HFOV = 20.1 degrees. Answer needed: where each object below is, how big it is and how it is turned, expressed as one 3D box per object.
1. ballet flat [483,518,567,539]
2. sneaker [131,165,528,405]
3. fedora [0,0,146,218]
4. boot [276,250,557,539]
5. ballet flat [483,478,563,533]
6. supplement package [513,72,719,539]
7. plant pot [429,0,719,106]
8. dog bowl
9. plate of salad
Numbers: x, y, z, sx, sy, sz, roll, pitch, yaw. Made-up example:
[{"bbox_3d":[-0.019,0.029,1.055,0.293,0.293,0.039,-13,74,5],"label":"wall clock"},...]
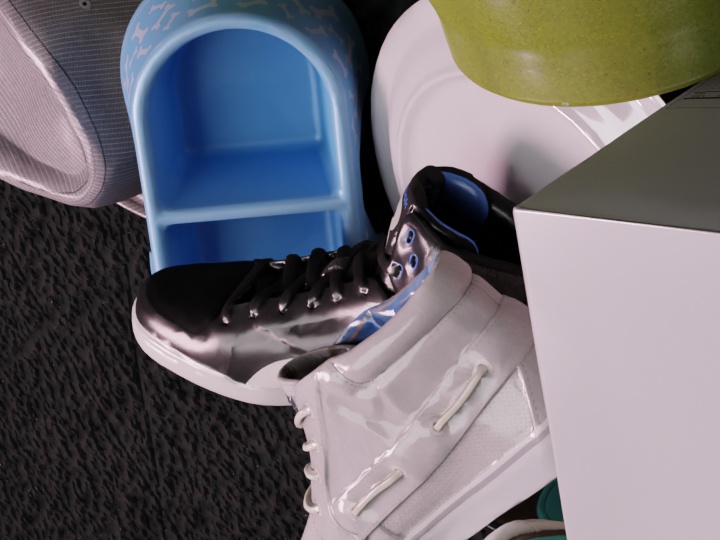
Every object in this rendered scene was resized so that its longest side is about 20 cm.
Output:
[{"bbox_3d":[0.115,0.129,0.809,0.069,0.199,0.070,-19,67,56],"label":"ballet flat"},{"bbox_3d":[0.000,0.000,0.828,0.199,0.073,0.112,12,130,14],"label":"sneaker"},{"bbox_3d":[-0.139,-0.096,0.966,0.200,0.090,0.177,52,138,6],"label":"fedora"},{"bbox_3d":[0.003,0.070,0.796,0.096,0.074,0.200,42,123,-7],"label":"boot"},{"bbox_3d":[0.071,0.099,0.904,0.200,0.073,0.073,38,135,11],"label":"ballet flat"},{"bbox_3d":[0.175,0.033,0.669,0.147,0.200,0.192,9,119,39],"label":"supplement package"},{"bbox_3d":[0.072,-0.167,0.674,0.200,0.200,0.194,12,134,38],"label":"plant pot"},{"bbox_3d":[-0.047,-0.036,0.904,0.111,0.050,0.201,-5,117,2],"label":"dog bowl"},{"bbox_3d":[0.082,-0.028,0.834,0.200,0.048,0.201,35,144,31],"label":"plate of salad"}]
